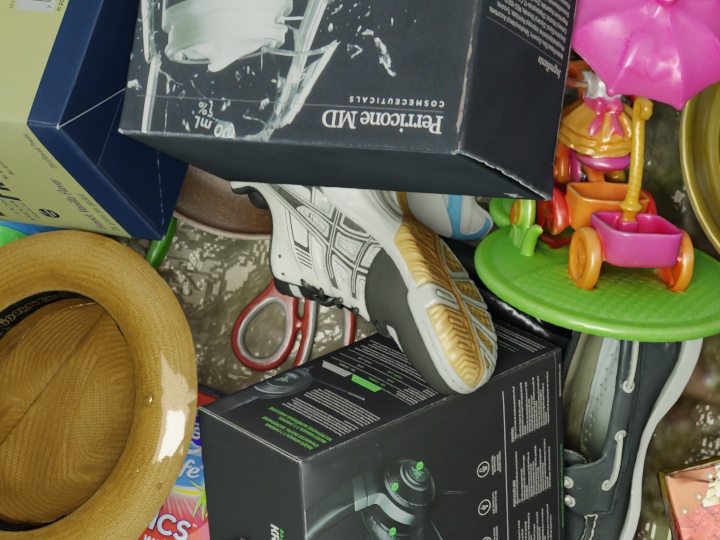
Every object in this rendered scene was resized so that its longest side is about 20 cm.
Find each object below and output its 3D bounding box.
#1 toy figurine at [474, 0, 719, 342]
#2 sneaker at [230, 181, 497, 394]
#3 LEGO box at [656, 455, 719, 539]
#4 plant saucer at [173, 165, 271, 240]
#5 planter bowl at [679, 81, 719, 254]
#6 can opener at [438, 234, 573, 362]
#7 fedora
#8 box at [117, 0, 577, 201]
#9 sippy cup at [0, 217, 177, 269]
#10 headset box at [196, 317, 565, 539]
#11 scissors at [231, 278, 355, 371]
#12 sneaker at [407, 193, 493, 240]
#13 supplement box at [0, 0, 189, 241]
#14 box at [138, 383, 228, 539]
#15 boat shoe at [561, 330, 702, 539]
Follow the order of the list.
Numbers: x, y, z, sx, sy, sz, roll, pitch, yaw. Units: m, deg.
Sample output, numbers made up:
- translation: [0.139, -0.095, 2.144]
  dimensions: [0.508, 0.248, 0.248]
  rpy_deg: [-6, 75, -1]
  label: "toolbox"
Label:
- translation: [0.141, -0.087, 1.419]
  dimensions: [0.149, 0.200, 0.185]
  rpy_deg: [2, 113, -16]
  label: "toy figurine"
- translation: [0.000, 0.000, 1.420]
  dimensions: [0.088, 0.076, 0.200]
  rpy_deg: [-39, 58, 12]
  label: "sneaker"
- translation: [0.217, 0.173, 1.438]
  dimensions: [0.077, 0.200, 0.150]
  rpy_deg: [-14, 84, 4]
  label: "LEGO box"
- translation: [-0.053, -0.117, 1.499]
  dimensions: [0.199, 0.037, 0.202]
  rpy_deg: [0, 88, 10]
  label: "plant saucer"
- translation: [0.281, -0.070, 1.505]
  dimensions: [0.199, 0.083, 0.202]
  rpy_deg: [0, 86, 6]
  label: "planter bowl"
- translation: [0.059, 0.004, 1.516]
  dimensions: [0.199, 0.063, 0.079]
  rpy_deg: [18, 119, -7]
  label: "can opener"
- translation: [-0.155, 0.078, 1.432]
  dimensions: [0.200, 0.082, 0.202]
  rpy_deg: [-4, 82, 30]
  label: "fedora"
- translation: [0.001, -0.147, 1.345]
  dimensions: [0.199, 0.124, 0.198]
  rpy_deg: [4, 83, 28]
  label: "box"
- translation: [-0.201, -0.057, 1.538]
  dimensions: [0.177, 0.139, 0.131]
  rpy_deg: [24, 76, -31]
  label: "sippy cup"
- translation: [0.011, 0.137, 1.434]
  dimensions: [0.199, 0.093, 0.175]
  rpy_deg: [-22, 120, -35]
  label: "headset box"
- translation: [-0.026, -0.028, 1.571]
  dimensions: [0.073, 0.014, 0.201]
  rpy_deg: [11, 87, 9]
  label: "scissors"
- translation: [0.058, -0.116, 1.536]
  dimensions: [0.080, 0.077, 0.201]
  rpy_deg: [11, 99, -4]
  label: "sneaker"
- translation: [-0.189, -0.142, 1.422]
  dimensions: [0.199, 0.134, 0.201]
  rpy_deg: [8, 68, 25]
  label: "supplement box"
- translation: [-0.110, 0.113, 1.527]
  dimensions: [0.199, 0.095, 0.100]
  rpy_deg: [22, 88, 7]
  label: "box"
- translation: [0.128, 0.096, 1.491]
  dimensions: [0.076, 0.060, 0.201]
  rpy_deg: [34, 114, 48]
  label: "boat shoe"
